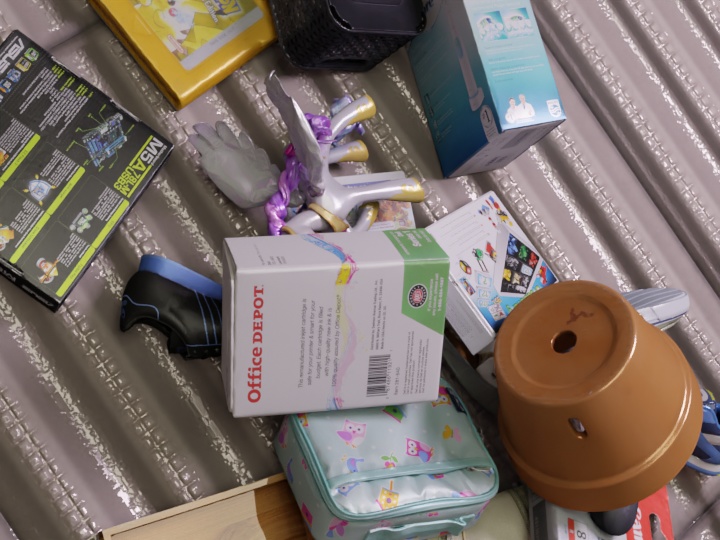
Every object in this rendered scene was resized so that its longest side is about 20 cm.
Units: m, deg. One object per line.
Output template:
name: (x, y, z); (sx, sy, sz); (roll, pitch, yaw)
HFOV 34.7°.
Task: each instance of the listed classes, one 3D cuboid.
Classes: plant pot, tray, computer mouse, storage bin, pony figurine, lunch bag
plant pot: (0.210, 0.105, 1.091); (0.202, 0.198, 0.140); (-60, 139, -23)
tray: (-0.134, 0.261, 1.073); (0.197, 0.037, 0.100); (-14, 81, -24)
computer mouse: (0.252, 0.165, 1.155); (0.058, 0.034, 0.203); (14, 59, -22)
storage bin: (-0.025, -0.325, 1.221); (0.134, 0.093, 0.203); (-7, 78, -40)
pony figurine: (-0.050, -0.097, 1.134); (0.199, 0.166, 0.195); (-34, 96, -40)
lunch bag: (0.030, 0.181, 1.093); (0.197, 0.078, 0.161); (-4, 45, -28)

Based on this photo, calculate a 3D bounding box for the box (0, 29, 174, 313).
box: (-0.310, -0.097, 1.100); (0.192, 0.047, 0.201); (36, 66, -11)

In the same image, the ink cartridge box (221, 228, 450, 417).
ink cartridge box: (-0.027, 0.046, 1.054); (0.197, 0.084, 0.147); (-3, 114, -15)

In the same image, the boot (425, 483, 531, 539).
boot: (0.130, 0.318, 1.137); (0.152, 0.072, 0.203); (-4, 74, -23)

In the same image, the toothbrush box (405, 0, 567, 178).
toothbrush box: (0.125, -0.222, 1.240); (0.084, 0.146, 0.203); (-13, 79, -23)

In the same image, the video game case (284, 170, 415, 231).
video game case: (0.000, 0.000, 1.203); (0.141, 0.018, 0.203); (-7, 79, -21)

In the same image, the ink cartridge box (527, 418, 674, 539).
ink cartridge box: (0.259, 0.247, 1.174); (0.198, 0.050, 0.164); (21, 48, -21)

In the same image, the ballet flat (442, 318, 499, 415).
ballet flat: (0.116, 0.075, 1.186); (0.200, 0.063, 0.068); (48, 56, -11)

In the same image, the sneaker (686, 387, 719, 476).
sneaker: (0.330, 0.151, 1.240); (0.197, 0.083, 0.074); (20, 32, -19)

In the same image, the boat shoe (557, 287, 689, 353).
boat shoe: (0.278, 0.071, 1.269); (0.197, 0.072, 0.063); (-18, 107, -20)

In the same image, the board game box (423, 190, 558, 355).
board game box: (0.126, -0.004, 1.182); (0.127, 0.035, 0.199); (54, 32, 4)

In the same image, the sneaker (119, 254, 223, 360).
sneaker: (-0.135, 0.058, 1.114); (0.197, 0.070, 0.079); (23, 74, -7)

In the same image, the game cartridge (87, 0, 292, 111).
game cartridge: (-0.172, -0.292, 1.211); (0.200, 0.032, 0.177); (-41, 92, -24)
